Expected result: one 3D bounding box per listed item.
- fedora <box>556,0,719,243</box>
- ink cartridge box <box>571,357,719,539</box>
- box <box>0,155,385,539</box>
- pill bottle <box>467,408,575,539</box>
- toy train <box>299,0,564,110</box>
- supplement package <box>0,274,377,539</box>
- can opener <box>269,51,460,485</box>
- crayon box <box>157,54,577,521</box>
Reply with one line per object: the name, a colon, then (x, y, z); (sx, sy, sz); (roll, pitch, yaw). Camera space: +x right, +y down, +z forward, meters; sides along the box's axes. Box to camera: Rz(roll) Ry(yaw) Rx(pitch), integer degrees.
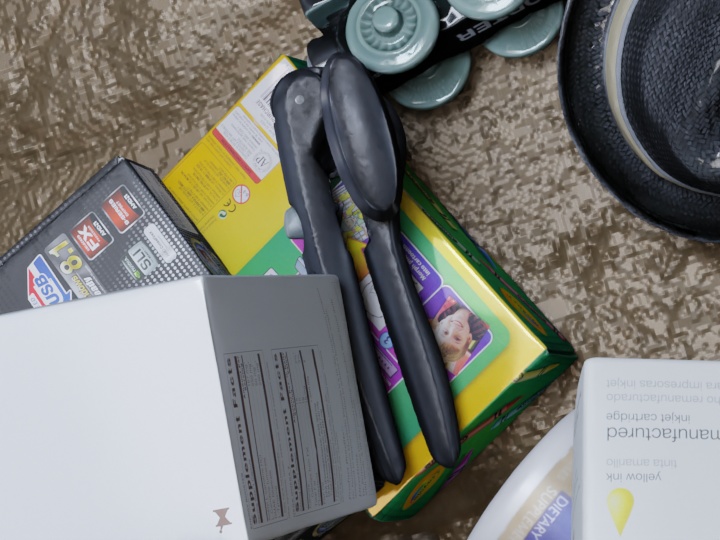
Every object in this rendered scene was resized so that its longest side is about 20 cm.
fedora: (0.188, -0.098, 1.319); (0.199, 0.092, 0.202); (-1, 103, -5)
ink cartridge box: (0.161, 0.145, 1.239); (0.144, 0.083, 0.201); (2, 67, 1)
box: (-0.109, 0.073, 1.403); (0.160, 0.044, 0.200); (-39, 75, 8)
pill bottle: (0.151, 0.160, 1.342); (0.200, 0.116, 0.116); (39, 99, 16)
toy train: (0.054, -0.160, 1.406); (0.199, 0.085, 0.114); (-28, 70, 11)
supplement package: (-0.077, 0.064, 1.262); (0.113, 0.200, 0.110); (-11, 87, 14)
can opener: (0.000, 0.000, 1.368); (0.063, 0.079, 0.201); (-10, 93, 9)
crayon box: (-0.007, 0.008, 1.431); (0.119, 0.058, 0.200); (-44, 75, 12)
